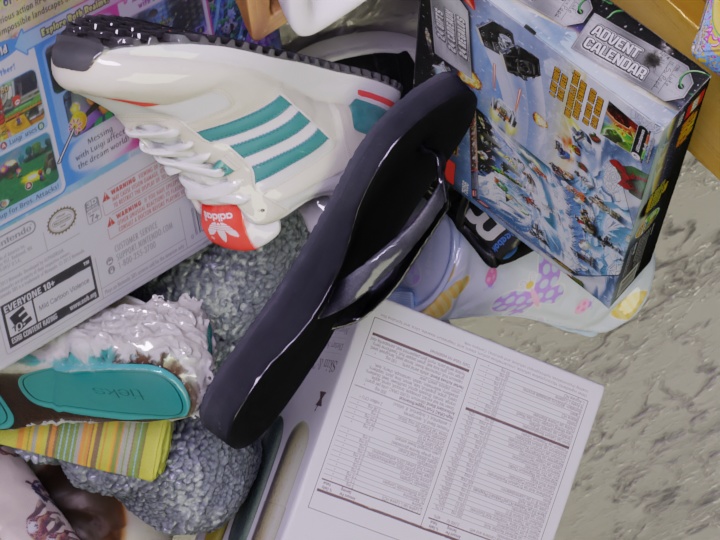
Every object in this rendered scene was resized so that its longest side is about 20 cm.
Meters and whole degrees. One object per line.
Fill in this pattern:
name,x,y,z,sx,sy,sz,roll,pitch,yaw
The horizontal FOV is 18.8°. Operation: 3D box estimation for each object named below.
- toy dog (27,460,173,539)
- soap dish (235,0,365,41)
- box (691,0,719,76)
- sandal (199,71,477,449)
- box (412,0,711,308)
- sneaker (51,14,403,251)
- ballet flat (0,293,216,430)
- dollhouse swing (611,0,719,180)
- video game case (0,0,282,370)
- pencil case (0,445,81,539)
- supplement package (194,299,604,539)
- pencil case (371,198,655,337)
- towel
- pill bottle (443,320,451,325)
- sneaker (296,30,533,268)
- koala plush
toy dog,-0.190,0.166,1.263,0.139,0.194,0.200,-12,154,-49
soap dish,0.015,-0.206,0.907,0.200,0.081,0.157,-37,154,-17
box,0.273,-0.145,0.975,0.193,0.200,0.122,29,163,-39
sandal,0.000,0.000,1.007,0.200,0.043,0.076,-58,162,4
box,0.088,-0.073,1.039,0.040,0.137,0.200,-47,165,-18
sneaker,-0.059,-0.055,0.969,0.200,0.070,0.094,6,97,-52
ballet flat,-0.159,0.040,1.039,0.200,0.072,0.072,0,155,15
dollhouse swing,0.219,-0.179,1.028,0.200,0.182,0.176,-36,165,-34
video game case,-0.113,-0.075,0.975,0.200,0.024,0.182,-33,130,-33
pencil case,-0.225,0.113,1.162,0.089,0.200,0.078,-35,162,-8
supplement package,0.011,0.129,1.211,0.150,0.200,0.152,22,173,-18
pencil case,0.092,-0.008,1.321,0.200,0.091,0.083,3,166,-45
towel,-0.185,0.040,1.084,0.018,0.200,0.086,-16,119,-77
pill bottle,-0.040,0.085,1.342,0.200,0.112,0.112,-20,150,-12
sneaker,0.045,-0.060,1.178,0.200,0.112,0.073,8,136,-46
koala plush,-0.094,0.016,1.150,0.200,0.184,0.177,-56,155,10
